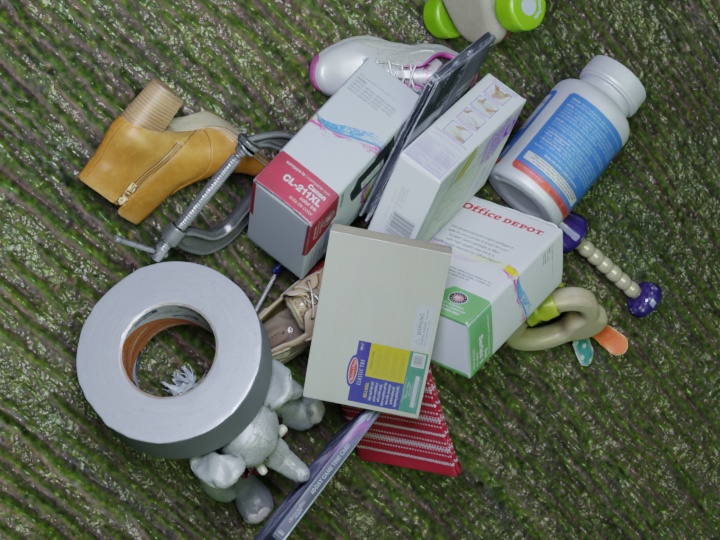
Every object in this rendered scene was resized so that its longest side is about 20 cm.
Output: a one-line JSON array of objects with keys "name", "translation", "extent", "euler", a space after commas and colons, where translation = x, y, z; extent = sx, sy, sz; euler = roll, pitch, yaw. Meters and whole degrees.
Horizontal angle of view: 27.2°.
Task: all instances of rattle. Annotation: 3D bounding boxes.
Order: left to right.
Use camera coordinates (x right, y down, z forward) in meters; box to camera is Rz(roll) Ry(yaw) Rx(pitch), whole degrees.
[{"name": "rattle", "translation": [0.244, 0.033, 1.868], "extent": [0.199, 0.143, 0.131], "euler": [7, 129, -42]}]

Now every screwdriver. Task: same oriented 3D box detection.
[{"name": "screwdriver", "translation": [-0.108, 0.017, 1.698], "extent": [0.029, 0.028, 0.201], "euler": [33, 87, 4]}]

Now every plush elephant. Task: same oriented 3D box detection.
[{"name": "plush elephant", "translation": [-0.118, 0.185, 1.645], "extent": [0.200, 0.155, 0.165], "euler": [40, 81, -26]}]

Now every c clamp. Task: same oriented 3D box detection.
[{"name": "c clamp", "translation": [-0.148, -0.078, 1.586], "extent": [0.200, 0.027, 0.171], "euler": [-47, 154, 7]}]

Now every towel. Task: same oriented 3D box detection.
[{"name": "towel", "translation": [0.035, 0.150, 1.710], "extent": [0.023, 0.144, 0.201], "euler": [-49, 133, -42]}]

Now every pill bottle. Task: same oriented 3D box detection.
[{"name": "pill bottle", "translation": [0.253, -0.158, 1.793], "extent": [0.112, 0.112, 0.200], "euler": [45, 80, -25]}]

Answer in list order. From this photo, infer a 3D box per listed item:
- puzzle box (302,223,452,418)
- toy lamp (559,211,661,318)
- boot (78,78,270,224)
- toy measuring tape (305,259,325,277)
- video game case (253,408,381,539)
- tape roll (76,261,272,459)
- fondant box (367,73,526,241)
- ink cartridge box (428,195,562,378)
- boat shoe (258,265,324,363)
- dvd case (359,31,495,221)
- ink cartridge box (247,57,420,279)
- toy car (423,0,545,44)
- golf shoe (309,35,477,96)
[{"name": "puzzle box", "translation": [0.016, 0.056, 1.598], "extent": [0.132, 0.025, 0.201], "euler": [11, 113, 1]}, {"name": "toy lamp", "translation": [0.299, -0.014, 1.870], "extent": [0.200, 0.058, 0.058], "euler": [36, 82, -25]}, {"name": "boot", "translation": [-0.199, -0.107, 1.616], "extent": [0.201, 0.071, 0.144], "euler": [30, 101, -39]}, {"name": "toy measuring tape", "translation": [0.000, 0.000, 1.714], "extent": [0.199, 0.074, 0.074], "euler": [-36, 112, -11]}, {"name": "video game case", "translation": [-0.057, 0.242, 1.665], "extent": [0.019, 0.143, 0.200], "euler": [41, 59, -1]}, {"name": "tape roll", "translation": [-0.196, 0.094, 1.577], "extent": [0.199, 0.066, 0.202], "euler": [-2, 68, 5]}, {"name": "fondant box", "translation": [0.095, -0.113, 1.667], "extent": [0.058, 0.145, 0.200], "euler": [35, 47, 10]}, {"name": "ink cartridge box", "translation": [0.121, 0.013, 1.699], "extent": [0.200, 0.144, 0.084], "euler": [-41, 140, -36]}, {"name": "boat shoe", "translation": [-0.053, 0.043, 1.643], "extent": [0.200, 0.064, 0.071], "euler": [-40, 74, 20]}, {"name": "dvd case", "translation": [0.074, -0.157, 1.634], "extent": [0.016, 0.201, 0.149], "euler": [36, 39, 9]}, {"name": "ink cartridge box", "translation": [-0.027, -0.111, 1.613], "extent": [0.083, 0.146, 0.200], "euler": [37, 68, 10]}, {"name": "toy car", "translation": [0.178, -0.363, 1.703], "extent": [0.199, 0.164, 0.159], "euler": [-32, 112, -28]}, {"name": "golf shoe", "translation": [0.042, -0.228, 1.691], "extent": [0.199, 0.091, 0.076], "euler": [-6, 103, -24]}]
